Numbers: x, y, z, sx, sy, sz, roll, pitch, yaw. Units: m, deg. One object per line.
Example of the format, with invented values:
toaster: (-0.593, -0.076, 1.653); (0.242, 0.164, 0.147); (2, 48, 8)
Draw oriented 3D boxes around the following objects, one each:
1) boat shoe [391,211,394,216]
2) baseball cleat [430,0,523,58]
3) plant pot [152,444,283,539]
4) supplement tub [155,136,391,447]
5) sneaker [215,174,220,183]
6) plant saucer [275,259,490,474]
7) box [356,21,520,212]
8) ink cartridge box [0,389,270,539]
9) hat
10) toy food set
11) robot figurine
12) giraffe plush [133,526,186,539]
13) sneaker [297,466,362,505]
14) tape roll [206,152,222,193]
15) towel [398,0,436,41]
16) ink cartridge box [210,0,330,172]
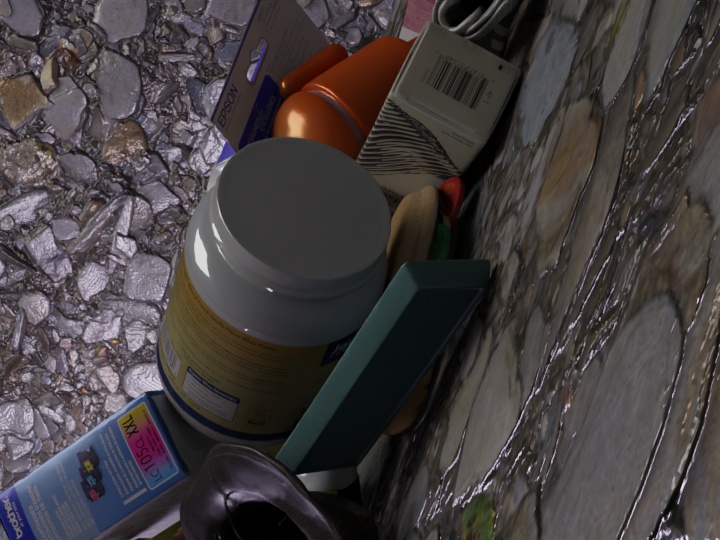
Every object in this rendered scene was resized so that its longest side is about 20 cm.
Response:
boat shoe: (0.023, -0.094, 1.340); (0.069, 0.071, 0.202); (118, 148, -56)
baseball cleat: (0.078, -0.190, 1.053); (0.106, 0.070, 0.201); (-44, -12, -33)
plant pot: (-0.127, 0.223, 1.249); (0.200, 0.191, 0.203); (-162, 90, -85)
supplement tub: (-0.063, 0.018, 0.991); (0.201, 0.143, 0.145); (114, 173, -49)
sneaker: (-0.072, 0.004, 1.237); (0.075, 0.201, 0.090); (-9, 36, 53)
plant saucer: (0.013, 0.067, 0.889); (0.019, 0.069, 0.201); (59, 135, 32)
box: (0.051, -0.106, 1.066); (0.069, 0.081, 0.200); (-63, 0, -18)
ink cartridge box: (-0.189, 0.172, 1.095); (0.199, 0.077, 0.136); (-36, -16, 19)
hat: (-0.036, 0.193, 0.920); (0.200, 0.080, 0.203); (26, 124, 46)
toy food set: (0.031, 0.028, 1.035); (0.200, 0.048, 0.200); (125, 162, -76)
robot figurine: (0.002, -0.132, 1.247); (0.199, 0.145, 0.116); (-36, 13, -24)
giraffe plush: (-0.125, 0.314, 1.067); (0.173, 0.200, 0.162); (-47, 14, 5)
sneaker: (-0.034, 0.185, 1.050); (0.200, 0.071, 0.084); (93, 170, -67)
tape roll: (-0.071, -0.037, 1.348); (0.037, 0.203, 0.205); (-13, 46, 34)
towel: (0.050, -0.174, 1.411); (0.144, 0.023, 0.202); (43, 117, 61)
ink cartridge box: (-0.068, -0.145, 1.314); (0.043, 0.200, 0.200); (-9, 48, 34)
